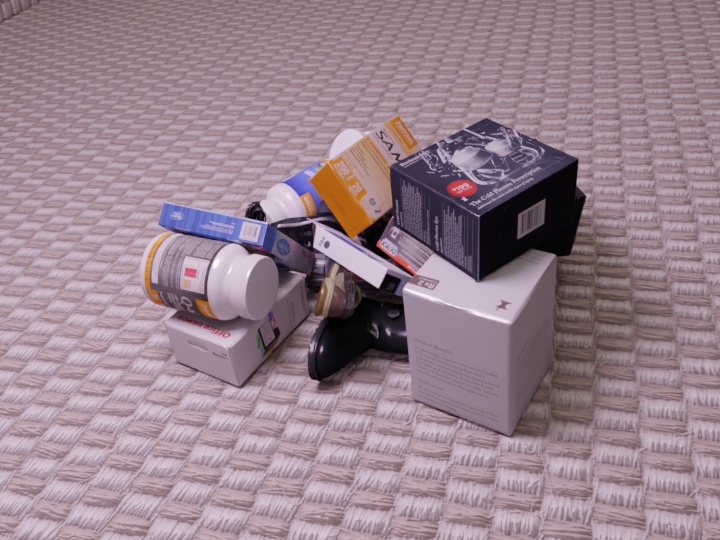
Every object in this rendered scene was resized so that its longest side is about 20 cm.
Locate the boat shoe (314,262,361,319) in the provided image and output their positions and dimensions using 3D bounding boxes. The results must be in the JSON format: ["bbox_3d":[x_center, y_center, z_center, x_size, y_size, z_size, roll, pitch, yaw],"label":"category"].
[{"bbox_3d":[-0.030,0.039,1.159,0.063,0.075,0.200,19,14,0],"label":"boat shoe"}]

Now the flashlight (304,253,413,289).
[{"bbox_3d":[0.000,0.000,1.320,0.195,0.068,0.069,6,71,10],"label":"flashlight"}]

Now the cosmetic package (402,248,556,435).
[{"bbox_3d":[0.171,0.083,1.063,0.162,0.204,0.165,16,41,29],"label":"cosmetic package"}]

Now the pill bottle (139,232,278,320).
[{"bbox_3d":[-0.232,0.011,1.160,0.196,0.119,0.117,10,38,25],"label":"pill bottle"}]

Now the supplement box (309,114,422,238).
[{"bbox_3d":[0.025,-0.164,1.295,0.199,0.127,0.073,-41,5,-37],"label":"supplement box"}]

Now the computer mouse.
[{"bbox_3d":[-0.118,-0.063,1.408,0.194,0.142,0.053,-1,16,-7],"label":"computer mouse"}]

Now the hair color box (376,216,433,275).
[{"bbox_3d":[0.117,-0.060,1.309,0.110,0.065,0.200,37,26,10],"label":"hair color box"}]

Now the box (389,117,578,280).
[{"bbox_3d":[0.171,-0.107,1.056,0.198,0.106,0.181,-29,42,-27],"label":"box"}]

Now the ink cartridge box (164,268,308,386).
[{"bbox_3d":[-0.200,0.079,1.237,0.142,0.086,0.200,14,40,28],"label":"ink cartridge box"}]

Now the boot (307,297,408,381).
[{"bbox_3d":[0.026,0.105,1.165,0.164,0.078,0.200,6,31,24],"label":"boot"}]

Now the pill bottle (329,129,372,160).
[{"bbox_3d":[0.036,-0.209,1.495,0.113,0.116,0.198,27,12,39],"label":"pill bottle"}]

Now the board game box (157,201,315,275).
[{"bbox_3d":[-0.201,-0.051,1.254,0.195,0.199,0.044,13,83,22],"label":"board game box"}]

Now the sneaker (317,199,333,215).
[{"bbox_3d":[0.000,-0.149,1.364,0.197,0.084,0.069,-17,9,-37],"label":"sneaker"}]

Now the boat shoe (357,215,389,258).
[{"bbox_3d":[0.020,-0.068,1.426,0.073,0.095,0.200,-10,6,2],"label":"boat shoe"}]

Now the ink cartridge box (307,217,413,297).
[{"bbox_3d":[-0.004,-0.020,1.229,0.199,0.040,0.099,34,9,38],"label":"ink cartridge box"}]

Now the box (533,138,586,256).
[{"bbox_3d":[0.238,-0.119,1.265,0.195,0.126,0.200,-5,38,-12],"label":"box"}]

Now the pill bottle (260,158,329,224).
[{"bbox_3d":[-0.117,-0.134,1.495,0.111,0.114,0.199,25,46,37],"label":"pill bottle"}]
